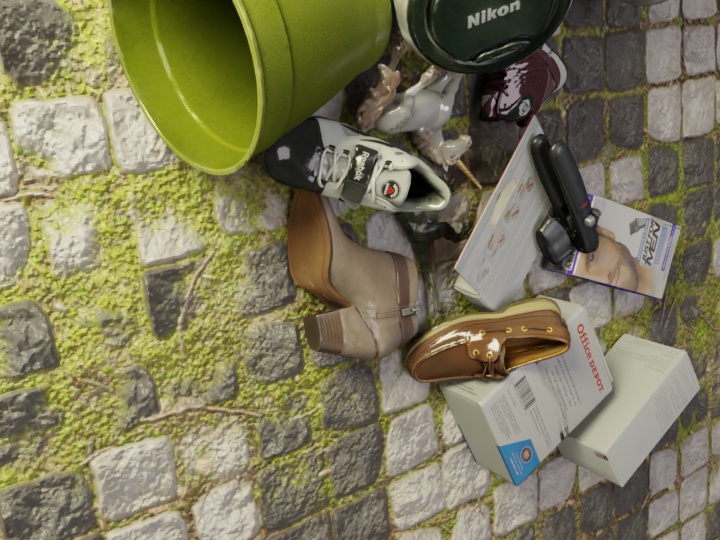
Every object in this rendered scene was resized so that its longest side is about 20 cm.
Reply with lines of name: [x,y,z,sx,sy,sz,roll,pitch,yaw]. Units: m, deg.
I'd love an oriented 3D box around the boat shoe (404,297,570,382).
boat shoe: [0.151,0.092,0.863,0.199,0.068,0.072,-17,130,0]

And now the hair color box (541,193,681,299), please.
hair color box: [0.349,-0.033,1.008,0.199,0.065,0.110,12,94,-32]

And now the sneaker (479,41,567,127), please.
sneaker: [0.156,-0.238,0.837,0.200,0.076,0.116,36,83,-33]

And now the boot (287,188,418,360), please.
boot: [0.000,0.000,0.796,0.146,0.070,0.202,-9,100,-40]

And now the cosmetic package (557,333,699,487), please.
cosmetic package: [0.375,0.194,1.042,0.200,0.113,0.081,-43,119,-16]

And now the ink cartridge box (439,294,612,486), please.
ink cartridge box: [0.219,0.151,0.948,0.200,0.084,0.147,-37,117,-22]

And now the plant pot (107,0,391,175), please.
plant pot: [-0.080,-0.212,0.636,0.193,0.200,0.202,-32,116,-37]

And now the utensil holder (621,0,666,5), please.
utensil holder: [0.275,-0.400,0.826,0.199,0.170,0.171,-3,102,-29]

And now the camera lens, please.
camera lens: [0.100,-0.297,0.674,0.159,0.160,0.201,20,46,-34]

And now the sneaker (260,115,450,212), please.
sneaker: [0.004,-0.097,0.703,0.199,0.088,0.075,6,107,-33]

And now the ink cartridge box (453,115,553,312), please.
ink cartridge box: [0.171,-0.059,0.867,0.173,0.043,0.201,38,78,-52]

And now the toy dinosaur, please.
toy dinosaur: [0.085,-0.055,0.847,0.088,0.047,0.201,-32,118,-19]

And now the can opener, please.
can opener: [0.242,-0.082,0.856,0.079,0.063,0.200,-52,142,-19]

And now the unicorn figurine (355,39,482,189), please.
unicorn figurine: [0.071,-0.173,0.778,0.199,0.074,0.138,2,132,-33]
